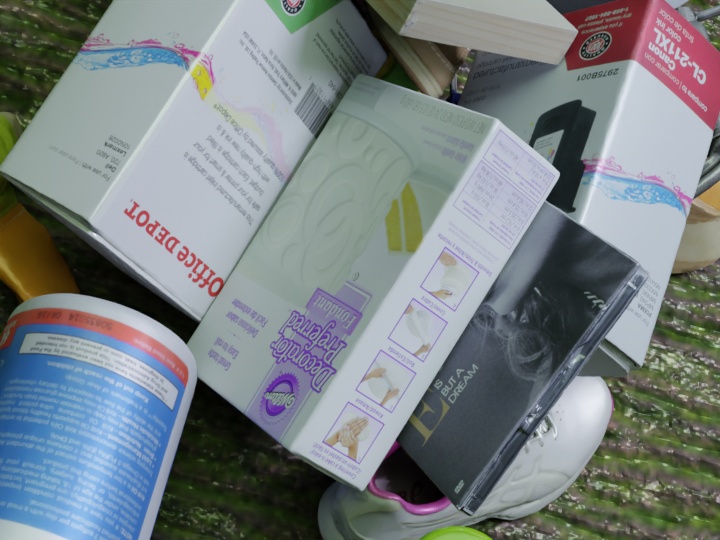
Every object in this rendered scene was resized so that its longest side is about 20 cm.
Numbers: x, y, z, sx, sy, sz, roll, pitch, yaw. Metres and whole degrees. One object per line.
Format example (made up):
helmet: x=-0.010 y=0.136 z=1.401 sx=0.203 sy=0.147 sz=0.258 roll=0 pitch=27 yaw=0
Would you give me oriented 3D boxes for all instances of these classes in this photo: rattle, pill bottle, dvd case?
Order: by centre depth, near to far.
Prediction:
pill bottle: x=-0.162 y=0.123 z=0.777 sx=0.111 sy=0.112 sz=0.201 roll=15 pitch=59 yaw=-2
dvd case: x=0.053 y=0.020 z=0.802 sx=0.016 sy=0.200 sz=0.149 roll=33 pitch=96 yaw=-33
rattle: x=-0.281 y=-0.011 z=0.876 sx=0.199 sy=0.144 sz=0.130 roll=-20 pitch=34 yaw=-4

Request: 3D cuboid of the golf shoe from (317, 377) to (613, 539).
golf shoe: x=0.071 y=0.104 z=0.846 sx=0.199 sy=0.092 sz=0.075 roll=-27 pitch=68 yaw=-24

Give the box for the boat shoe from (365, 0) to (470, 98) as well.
boat shoe: x=0.049 y=-0.171 z=0.943 sx=0.071 sy=0.064 sz=0.200 roll=52 pitch=19 yaw=-23

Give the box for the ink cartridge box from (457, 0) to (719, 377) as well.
ink cartridge box: x=0.115 y=-0.046 z=0.870 sx=0.083 sy=0.145 sz=0.201 roll=35 pitch=66 yaw=-33

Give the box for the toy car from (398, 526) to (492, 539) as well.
toy car: x=0.028 y=0.249 z=0.727 sx=0.157 sy=0.164 sz=0.200 roll=35 pitch=71 yaw=9

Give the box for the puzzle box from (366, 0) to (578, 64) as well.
puzzle box: x=0.023 y=-0.192 z=0.866 sx=0.132 sy=0.026 sz=0.200 roll=2 pitch=39 yaw=-42

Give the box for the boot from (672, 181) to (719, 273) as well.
boot: x=0.228 y=-0.074 z=0.997 sx=0.200 sy=0.071 sz=0.145 roll=-3 pitch=46 yaw=2

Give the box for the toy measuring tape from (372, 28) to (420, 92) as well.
toy measuring tape: x=-0.010 y=-0.092 z=0.942 sx=0.073 sy=0.074 sz=0.201 roll=27 pitch=56 yaw=4

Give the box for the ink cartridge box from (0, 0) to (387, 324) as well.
ink cartridge box: x=-0.090 y=-0.091 z=0.848 sx=0.084 sy=0.145 sz=0.201 roll=27 pitch=80 yaw=31

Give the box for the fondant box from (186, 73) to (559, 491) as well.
fondant box: x=0.000 y=0.000 z=0.818 sx=0.058 sy=0.144 sz=0.201 roll=33 pitch=87 yaw=-35

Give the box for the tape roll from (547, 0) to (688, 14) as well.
tape roll: x=0.164 y=-0.269 z=1.013 sx=0.200 sy=0.066 sz=0.202 roll=12 pitch=74 yaw=-50

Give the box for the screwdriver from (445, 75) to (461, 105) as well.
screwdriver: x=0.066 y=-0.131 z=1.013 sx=0.029 sy=0.028 sz=0.201 roll=26 pitch=51 yaw=-32

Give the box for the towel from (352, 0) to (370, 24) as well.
towel: x=-0.096 y=-0.220 z=0.947 sx=0.199 sy=0.145 sz=0.023 roll=29 pitch=88 yaw=20

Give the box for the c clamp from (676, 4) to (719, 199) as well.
c clamp: x=0.199 y=-0.106 z=0.947 sx=0.170 sy=0.027 sz=0.201 roll=-17 pitch=39 yaw=21
